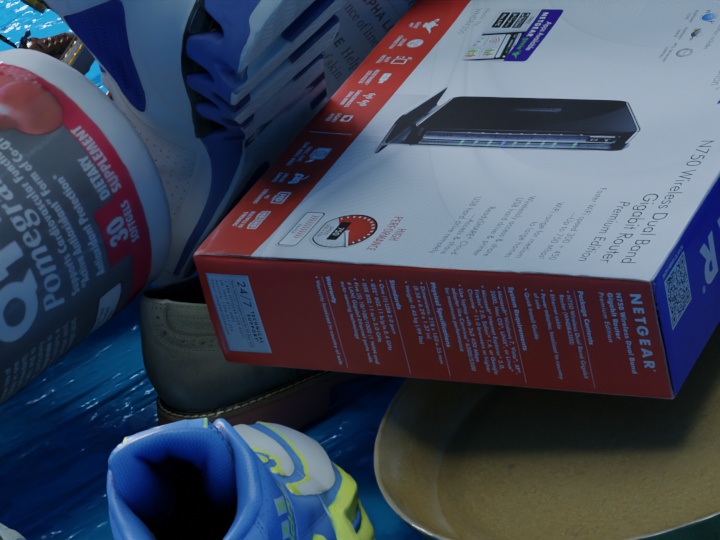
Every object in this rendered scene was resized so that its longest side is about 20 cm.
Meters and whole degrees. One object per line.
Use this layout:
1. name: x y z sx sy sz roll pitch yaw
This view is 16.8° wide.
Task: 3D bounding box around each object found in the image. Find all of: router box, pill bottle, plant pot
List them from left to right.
1. pill bottle: -0.172 0.011 0.899 0.110 0.111 0.200 9 38 42
2. router box: 0.064 -0.035 0.903 0.178 0.049 0.200 3 34 28
3. plant pot: 0.101 0.044 0.834 0.199 0.028 0.200 -19 24 9

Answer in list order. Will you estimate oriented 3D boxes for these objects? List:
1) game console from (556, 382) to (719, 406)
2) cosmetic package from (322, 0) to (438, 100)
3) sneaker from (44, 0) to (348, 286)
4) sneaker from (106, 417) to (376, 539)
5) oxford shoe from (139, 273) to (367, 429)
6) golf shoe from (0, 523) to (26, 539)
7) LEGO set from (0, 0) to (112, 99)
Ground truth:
1. game console: 0.185 0.003 0.918 0.176 0.031 0.200 0 28 31
2. cosmetic package: 0.032 -0.170 1.084 0.200 0.165 0.165 -38 53 3
3. sneaker: -0.072 -0.089 0.942 0.115 0.200 0.080 42 61 14
4. sneaker: -0.039 0.078 0.798 0.075 0.106 0.200 -14 25 2
5. oxford shoe: 0.000 0.000 0.977 0.199 0.075 0.070 -30 28 -29
6. golf shoe: -0.139 0.100 0.824 0.078 0.098 0.200 -27 25 -20
7. LEGO set: -0.111 -0.099 1.075 0.116 0.199 0.154 -55 12 4
